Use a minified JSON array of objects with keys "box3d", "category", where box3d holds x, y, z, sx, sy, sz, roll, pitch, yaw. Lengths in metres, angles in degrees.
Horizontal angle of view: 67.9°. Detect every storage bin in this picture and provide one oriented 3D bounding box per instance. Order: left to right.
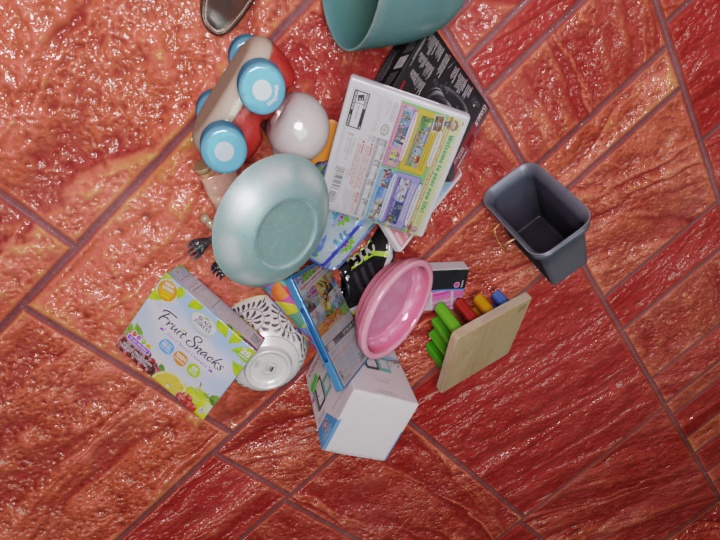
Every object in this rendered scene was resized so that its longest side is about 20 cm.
[{"box3d":[0.329,-0.072,0.996,0.144,0.202,0.135,-35,134,5],"category":"storage bin"}]

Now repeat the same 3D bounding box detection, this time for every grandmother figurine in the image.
[{"box3d":[-0.202,-0.088,0.884,0.117,0.061,0.205,-1,127,15],"category":"grandmother figurine"}]

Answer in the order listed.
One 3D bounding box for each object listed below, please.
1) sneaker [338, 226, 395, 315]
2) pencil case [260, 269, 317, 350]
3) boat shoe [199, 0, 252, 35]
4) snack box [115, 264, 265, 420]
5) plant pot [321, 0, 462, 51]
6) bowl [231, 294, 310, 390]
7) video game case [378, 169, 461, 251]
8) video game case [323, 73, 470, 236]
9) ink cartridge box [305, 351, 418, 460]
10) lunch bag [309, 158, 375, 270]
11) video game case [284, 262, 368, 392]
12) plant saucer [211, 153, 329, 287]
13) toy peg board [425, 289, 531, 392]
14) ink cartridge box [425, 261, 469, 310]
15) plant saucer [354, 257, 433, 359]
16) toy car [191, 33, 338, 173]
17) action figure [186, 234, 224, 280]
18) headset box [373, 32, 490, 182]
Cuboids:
[{"box3d":[0.000,0.000,0.992,0.080,0.072,0.205,15,113,-22],"category":"sneaker"},{"box3d":[-0.106,0.052,0.968,0.087,0.089,0.202,-33,118,4],"category":"pencil case"},{"box3d":[-0.154,-0.406,0.704,0.069,0.071,0.203,23,111,-29],"category":"boat shoe"},{"box3d":[-0.291,0.123,0.921,0.199,0.068,0.169,41,104,-6],"category":"snack box"},{"box3d":[0.053,-0.401,0.707,0.156,0.201,0.207,-10,123,-24],"category":"plant pot"},{"box3d":[-0.178,0.158,1.011,0.194,0.095,0.207,-9,121,-14],"category":"bowl"},{"box3d":[0.087,-0.154,0.900,0.201,0.017,0.144,-50,123,-23],"category":"video game case"},{"box3d":[0.043,-0.161,0.789,0.176,0.022,0.204,15,123,-8],"category":"video game case"},{"box3d":[-0.005,0.232,1.048,0.142,0.202,0.150,18,114,-25],"category":"ink cartridge box"},{"box3d":[-0.043,-0.111,0.909,0.200,0.083,0.159,-46,126,12],"category":"lunch bag"},{"box3d":[-0.052,0.088,0.932,0.017,0.143,0.205,-23,95,25],"category":"video game case"},{"box3d":[-0.112,-0.058,0.753,0.198,0.038,0.206,-28,136,-30],"category":"plant saucer"},{"box3d":[0.232,0.124,1.121,0.195,0.098,0.204,-24,144,-22],"category":"toy peg board"},{"box3d":[0.119,0.033,1.076,0.193,0.037,0.098,-1,120,-16],"category":"ink cartridge box"},{"box3d":[0.056,0.063,0.978,0.199,0.050,0.205,-36,144,-31],"category":"plant saucer"},{"box3d":[-0.120,-0.202,0.766,0.197,0.186,0.178,30,108,-32],"category":"toy car"},{"box3d":[-0.162,-0.057,0.816,0.196,0.103,0.120,-31,121,16],"category":"action figure"},{"box3d":[0.111,-0.251,0.846,0.199,0.076,0.152,40,73,-34],"category":"headset box"}]
